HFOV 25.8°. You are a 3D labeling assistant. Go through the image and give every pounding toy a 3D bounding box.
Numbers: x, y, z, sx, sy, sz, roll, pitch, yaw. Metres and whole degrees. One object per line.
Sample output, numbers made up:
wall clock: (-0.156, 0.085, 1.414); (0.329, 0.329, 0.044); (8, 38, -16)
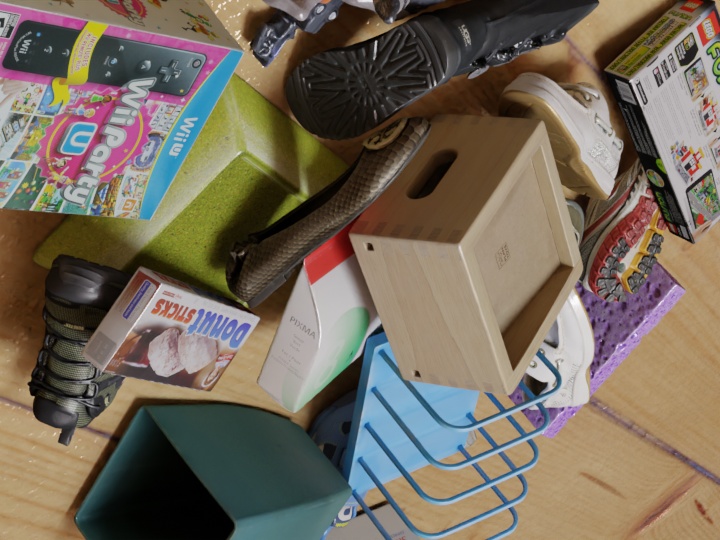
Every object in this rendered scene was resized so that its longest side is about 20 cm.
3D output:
pounding toy: (0.086, -0.020, 1.281); (0.200, 0.141, 0.185); (-54, 138, -37)

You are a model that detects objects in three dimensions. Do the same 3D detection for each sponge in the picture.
sponge: (0.211, 0.055, 1.529); (0.200, 0.112, 0.030); (-50, 146, 15)

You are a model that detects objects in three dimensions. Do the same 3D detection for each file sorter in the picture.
file sorter: (0.080, 0.148, 1.391); (0.138, 0.123, 0.201); (-18, 139, -28)

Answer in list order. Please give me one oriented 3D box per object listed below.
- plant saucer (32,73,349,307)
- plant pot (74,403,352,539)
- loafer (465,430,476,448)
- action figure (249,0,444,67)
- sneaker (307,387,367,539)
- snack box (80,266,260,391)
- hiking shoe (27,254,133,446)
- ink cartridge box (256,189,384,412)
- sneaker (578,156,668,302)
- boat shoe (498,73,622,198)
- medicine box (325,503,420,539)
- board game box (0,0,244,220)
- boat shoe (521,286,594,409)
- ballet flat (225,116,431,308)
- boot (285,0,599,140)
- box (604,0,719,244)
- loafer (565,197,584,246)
plant saucer: (-0.111, -0.030, 1.185); (0.200, 0.048, 0.200); (-44, 146, 8)
plant pot: (-0.114, 0.208, 1.383); (0.199, 0.141, 0.142); (-2, 132, -52)
loafer: (0.093, 0.108, 1.517); (0.069, 0.070, 0.200); (-24, 144, -3)
action figure: (0.005, -0.188, 1.047); (0.200, 0.105, 0.193); (-48, 171, 21)
sneaker: (-0.021, 0.194, 1.500); (0.074, 0.082, 0.200); (11, 120, -47)
snack box: (-0.132, 0.046, 1.126); (0.072, 0.024, 0.200); (-56, 163, 2)
hiking shoe: (-0.195, 0.062, 1.119); (0.200, 0.075, 0.101); (100, 5, -66)
ink cartridge box: (0.000, 0.000, 1.274); (0.161, 0.050, 0.201); (-38, 158, -51)
sneaker: (0.255, -0.072, 1.468); (0.078, 0.082, 0.201); (36, 88, -39)
boat shoe: (0.173, -0.127, 1.317); (0.070, 0.071, 0.200); (-64, 152, -7)
medicine box: (-0.031, 0.370, 1.675); (0.181, 0.103, 0.201); (-16, 140, -30)
board game box: (-0.193, -0.113, 0.999); (0.199, 0.064, 0.148); (3, 129, -46)
boat shoe: (0.167, 0.069, 1.412); (0.069, 0.071, 0.201); (-19, 141, -5)
ballet flat: (-0.028, -0.048, 1.134); (0.200, 0.046, 0.067); (-41, -175, 25)
boot: (0.062, -0.166, 1.170); (0.164, 0.066, 0.200); (-13, -166, 43)
box: (0.293, -0.131, 1.391); (0.110, 0.035, 0.200); (-42, 129, -14)
loafer: (0.159, 0.014, 1.450); (0.075, 0.070, 0.201); (8, 135, -3)
